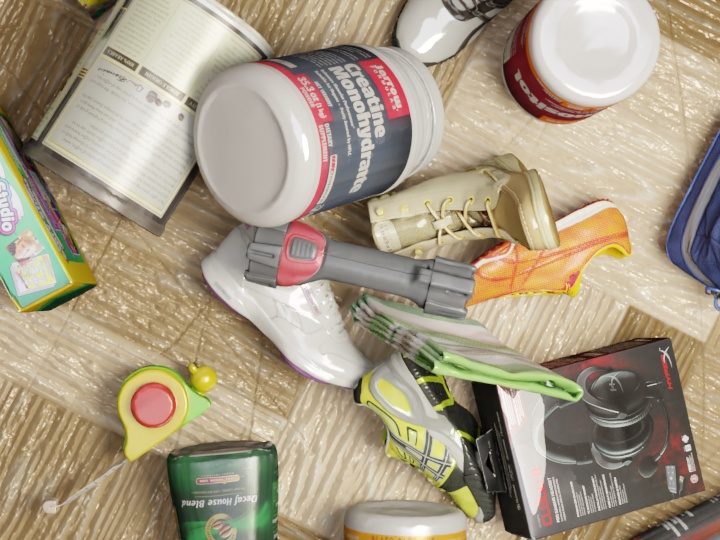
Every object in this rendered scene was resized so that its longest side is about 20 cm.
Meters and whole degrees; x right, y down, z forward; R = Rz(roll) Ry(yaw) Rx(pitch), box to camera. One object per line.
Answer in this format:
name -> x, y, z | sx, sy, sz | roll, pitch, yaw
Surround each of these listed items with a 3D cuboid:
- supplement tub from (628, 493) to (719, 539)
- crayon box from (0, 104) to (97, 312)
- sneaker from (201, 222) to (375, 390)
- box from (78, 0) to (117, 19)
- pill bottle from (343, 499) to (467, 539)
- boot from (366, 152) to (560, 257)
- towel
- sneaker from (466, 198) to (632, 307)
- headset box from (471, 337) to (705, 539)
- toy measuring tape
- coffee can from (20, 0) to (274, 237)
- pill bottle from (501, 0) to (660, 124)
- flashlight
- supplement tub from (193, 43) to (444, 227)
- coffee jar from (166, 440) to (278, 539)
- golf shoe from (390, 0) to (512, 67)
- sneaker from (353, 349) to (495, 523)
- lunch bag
supplement tub -> 0.355, 0.261, 1.275 | 0.200, 0.107, 0.107 | -26, 91, -3
crayon box -> -0.313, -0.062, 1.205 | 0.058, 0.173, 0.200 | -28, 91, -4
sneaker -> -0.051, 0.031, 1.261 | 0.200, 0.075, 0.100 | 41, 100, -3
box -> -0.228, -0.374, 1.239 | 0.200, 0.122, 0.193 | -36, 92, -3
pill bottle -> 0.040, 0.318, 1.250 | 0.116, 0.116, 0.201 | 2, 89, -3
boot -> 0.088, -0.046, 1.220 | 0.155, 0.200, 0.073 | -16, 110, -2
towel -> 0.090, 0.065, 1.197 | 0.149, 0.200, 0.031 | 12, 97, -23
sneaker -> 0.166, -0.001, 1.283 | 0.200, 0.073, 0.077 | -23, 87, -3
headset box -> 0.202, 0.156, 1.267 | 0.199, 0.077, 0.149 | -12, 90, -15
toy measuring tape -> -0.223, 0.144, 1.260 | 0.200, 0.074, 0.074 | -35, 91, -4
coffee can -> -0.191, -0.152, 1.226 | 0.146, 0.146, 0.200 | 32, 87, -3
pill bottle -> 0.190, -0.192, 1.223 | 0.113, 0.200, 0.113 | 0, 90, -4
flashlight -> 0.000, 0.000, 1.202 | 0.199, 0.068, 0.068 | 13, 126, 1
supplement tub -> -0.034, -0.124, 1.197 | 0.200, 0.140, 0.141 | -21, 91, -45
coffee jar -> -0.121, 0.261, 1.256 | 0.104, 0.085, 0.201 | -5, 90, -4
golf shoe -> 0.110, -0.270, 1.274 | 0.200, 0.094, 0.078 | -43, 93, -2
sneaker -> 0.065, 0.158, 1.269 | 0.076, 0.075, 0.200 | -24, 111, 17
lunch bag -> 0.384, -0.051, 1.271 | 0.136, 0.132, 0.200 | 30, 87, -18
